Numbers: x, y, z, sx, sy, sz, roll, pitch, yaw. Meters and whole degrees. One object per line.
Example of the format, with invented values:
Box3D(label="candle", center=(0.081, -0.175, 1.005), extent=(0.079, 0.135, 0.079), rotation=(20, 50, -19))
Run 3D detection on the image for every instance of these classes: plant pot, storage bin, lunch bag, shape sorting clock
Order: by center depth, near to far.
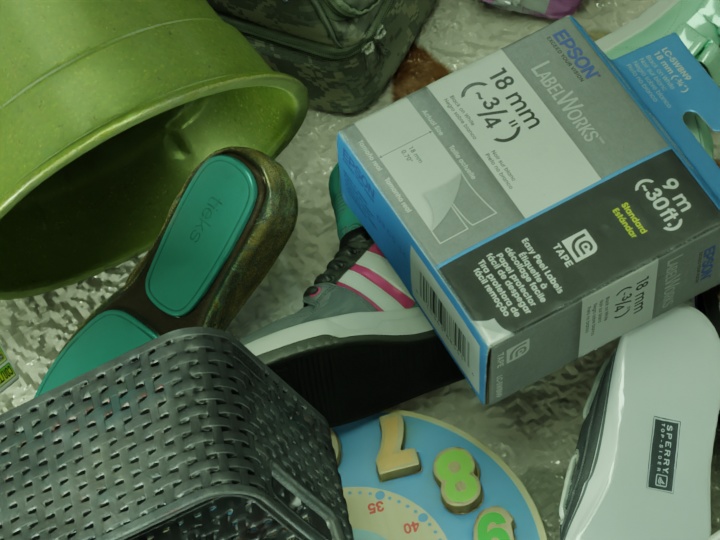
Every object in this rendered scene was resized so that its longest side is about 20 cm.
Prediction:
Box3D(label="storage bin", center=(-0.114, 0.126, 1.253), extent=(0.199, 0.135, 0.094), rotation=(-27, 52, 15))
Box3D(label="shape sorting clock", center=(-0.006, 0.151, 1.310), extent=(0.199, 0.039, 0.201), rotation=(-3, 59, 6))
Box3D(label="plant pot", center=(-0.158, -0.117, 1.372), extent=(0.199, 0.200, 0.191), rotation=(-29, 77, -10))
Box3D(label="lunch bag", center=(-0.022, -0.209, 1.456), extent=(0.139, 0.168, 0.201), rotation=(21, 64, 20))

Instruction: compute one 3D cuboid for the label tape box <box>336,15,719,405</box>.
Box3D(label="label tape box", center=(0.109, -0.045, 1.304), extent=(0.199, 0.063, 0.144), rotation=(-27, 61, -14))

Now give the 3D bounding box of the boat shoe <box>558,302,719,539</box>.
Box3D(label="boat shoe", center=(0.127, 0.115, 1.298), extent=(0.071, 0.068, 0.201), rotation=(14, 68, -9))

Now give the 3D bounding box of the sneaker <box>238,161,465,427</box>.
Box3D(label="sneaker", center=(0.000, 0.000, 1.361), extent=(0.199, 0.084, 0.121), rotation=(-16, 54, -24))

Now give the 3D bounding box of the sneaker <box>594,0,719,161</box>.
Box3D(label="sneaker", center=(0.183, -0.088, 1.406), extent=(0.200, 0.074, 0.118), rotation=(-32, 53, 0))

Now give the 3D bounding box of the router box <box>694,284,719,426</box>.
Box3D(label="router box", center=(0.273, 0.057, 1.319), extent=(0.199, 0.052, 0.158), rotation=(-9, 58, 3))

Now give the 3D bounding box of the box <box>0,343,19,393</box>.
Box3D(label="box", center=(-0.270, 0.092, 1.298), extent=(0.199, 0.035, 0.110), rotation=(-25, 9, 30))

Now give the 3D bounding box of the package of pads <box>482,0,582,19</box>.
Box3D(label="package of pads", center=(0.119, -0.251, 1.485), extent=(0.075, 0.121, 0.201), rotation=(18, 62, -1))

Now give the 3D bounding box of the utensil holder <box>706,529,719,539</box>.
Box3D(label="utensil holder", center=(0.179, 0.197, 1.138), extent=(0.169, 0.200, 0.171), rotation=(2, 73, -6))

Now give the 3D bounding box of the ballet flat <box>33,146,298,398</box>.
Box3D(label="ballet flat", center=(-0.096, 0.026, 1.376), extent=(0.071, 0.071, 0.200), rotation=(39, 101, 27))
